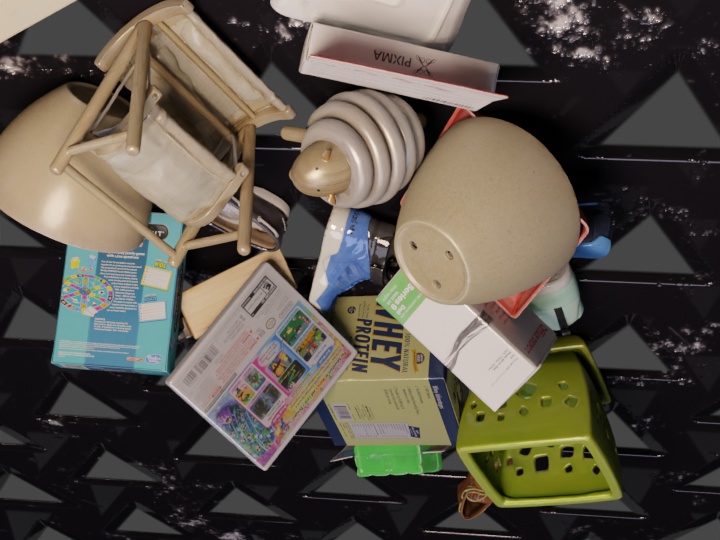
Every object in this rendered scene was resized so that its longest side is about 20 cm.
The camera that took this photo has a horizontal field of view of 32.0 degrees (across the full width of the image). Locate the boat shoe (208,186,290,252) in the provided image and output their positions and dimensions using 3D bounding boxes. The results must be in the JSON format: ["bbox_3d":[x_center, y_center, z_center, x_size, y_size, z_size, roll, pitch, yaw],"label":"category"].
[{"bbox_3d":[-0.178,-0.083,1.541,0.198,0.061,0.074,27,142,-27],"label":"boat shoe"}]

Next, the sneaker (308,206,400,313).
[{"bbox_3d":[0.000,0.001,1.617,0.109,0.077,0.201,17,139,1],"label":"sneaker"}]

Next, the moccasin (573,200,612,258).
[{"bbox_3d":[0.222,-0.055,1.496,0.198,0.069,0.080,8,168,42],"label":"moccasin"}]

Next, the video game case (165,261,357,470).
[{"bbox_3d":[-0.124,0.124,1.616,0.182,0.201,0.024,45,165,-23],"label":"video game case"}]

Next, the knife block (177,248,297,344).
[{"bbox_3d":[-0.203,0.049,1.644,0.198,0.175,0.065,-24,94,38],"label":"knife block"}]

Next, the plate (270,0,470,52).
[{"bbox_3d":[0.022,-0.291,1.225,0.197,0.033,0.200,13,146,-10],"label":"plate"}]

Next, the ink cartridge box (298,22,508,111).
[{"bbox_3d":[0.042,-0.206,1.255,0.196,0.046,0.176,11,-178,-6],"label":"ink cartridge box"}]

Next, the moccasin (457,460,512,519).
[{"bbox_3d":[0.209,0.364,2.114,0.073,0.079,0.202,16,145,-14],"label":"moccasin"}]

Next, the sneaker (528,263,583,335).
[{"bbox_3d":[0.197,0.051,1.656,0.197,0.075,0.119,-11,139,23],"label":"sneaker"}]

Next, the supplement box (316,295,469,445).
[{"bbox_3d":[0.043,0.143,1.768,0.196,0.136,0.201,-2,146,14],"label":"supplement box"}]

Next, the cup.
[{"bbox_3d":[0.117,-0.043,1.358,0.199,0.143,0.203,29,139,29],"label":"cup"}]

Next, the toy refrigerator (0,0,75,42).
[{"bbox_3d":[-0.350,-0.291,1.254,0.198,0.077,0.070,-18,139,33],"label":"toy refrigerator"}]

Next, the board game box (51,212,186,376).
[{"bbox_3d":[-0.304,0.027,1.600,0.148,0.204,0.047,4,168,4],"label":"board game box"}]

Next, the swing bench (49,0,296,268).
[{"bbox_3d":[-0.193,-0.144,1.340,0.128,0.203,0.199,-8,144,36],"label":"swing bench"}]

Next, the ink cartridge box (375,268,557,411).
[{"bbox_3d":[0.133,0.058,1.531,0.200,0.146,0.084,43,113,5],"label":"ink cartridge box"}]

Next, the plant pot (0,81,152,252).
[{"bbox_3d":[-0.311,-0.131,1.411,0.198,0.201,0.136,21,109,-20],"label":"plant pot"}]

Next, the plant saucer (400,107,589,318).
[{"bbox_3d":[0.157,-0.070,1.443,0.200,0.037,0.200,46,144,10],"label":"plant saucer"}]

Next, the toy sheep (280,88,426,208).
[{"bbox_3d":[0.001,-0.134,1.352,0.137,0.199,0.140,28,136,31],"label":"toy sheep"}]

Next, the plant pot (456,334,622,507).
[{"bbox_3d":[0.258,0.210,1.786,0.197,0.184,0.200,-9,144,22],"label":"plant pot"}]

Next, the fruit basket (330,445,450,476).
[{"bbox_3d":[0.067,0.250,1.925,0.182,0.200,0.095,-6,103,21],"label":"fruit basket"}]
